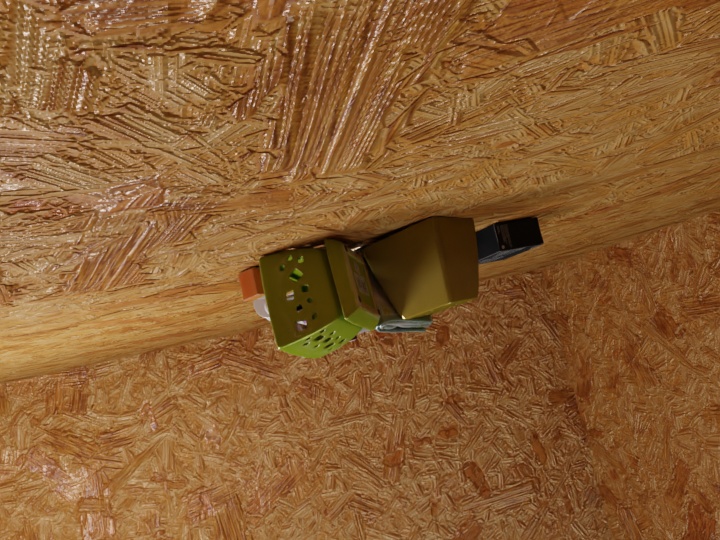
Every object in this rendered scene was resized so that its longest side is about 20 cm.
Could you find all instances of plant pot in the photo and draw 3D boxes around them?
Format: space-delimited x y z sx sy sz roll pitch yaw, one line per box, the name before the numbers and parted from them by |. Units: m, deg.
plant pot | 0.155 0.002 1.367 0.198 0.179 0.199 -23 170 35
plant pot | -0.074 0.055 1.275 0.179 0.202 0.200 -21 161 14

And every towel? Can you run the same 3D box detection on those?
towel | 0.068 0.065 1.422 0.199 0.172 0.048 8 132 -48

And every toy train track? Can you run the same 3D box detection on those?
toy train track | -0.007 -0.035 1.422 0.114 0.033 0.198 -19 172 42

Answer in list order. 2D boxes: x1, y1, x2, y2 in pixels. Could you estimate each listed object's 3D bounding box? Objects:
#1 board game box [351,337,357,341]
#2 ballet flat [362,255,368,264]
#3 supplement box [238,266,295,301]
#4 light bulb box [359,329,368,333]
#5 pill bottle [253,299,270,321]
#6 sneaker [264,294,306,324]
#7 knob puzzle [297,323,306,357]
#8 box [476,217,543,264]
board game box | -0.077 0.099 1.661 0.102 0.203 0.019 -7 166 -43
ballet flat | 0.000 0.000 1.500 0.197 0.073 0.072 -11 173 -14
supplement box | -0.180 0.023 1.423 0.068 0.068 0.198 -22 170 42
light bulb box | -0.034 0.103 1.858 0.197 0.127 0.198 -10 -165 -22
pill bottle | -0.210 0.085 1.673 0.110 0.113 0.200 -15 173 17
sneaker | -0.129 0.098 1.534 0.198 0.074 0.114 5 170 -38
knob puzzle | -0.144 0.102 1.652 0.030 0.223 0.219 1 178 19
box | 0.372 -0.073 1.650 0.139 0.080 0.200 -7 171 -21
